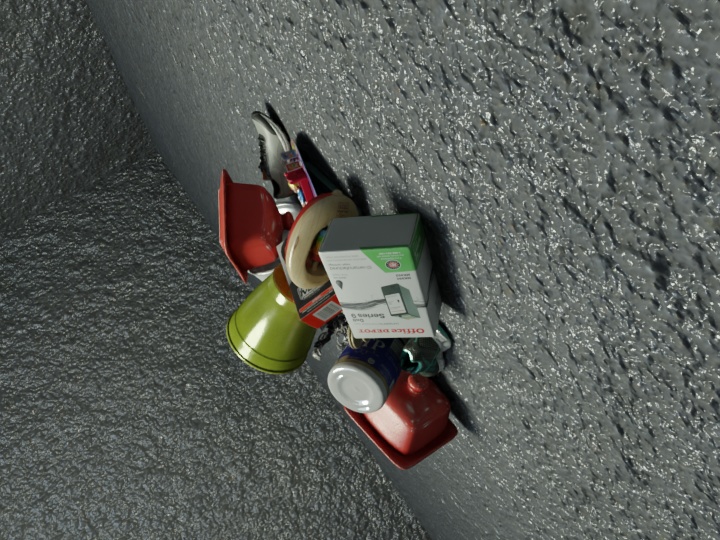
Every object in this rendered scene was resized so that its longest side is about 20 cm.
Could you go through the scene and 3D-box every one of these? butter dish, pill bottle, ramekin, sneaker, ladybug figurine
[{"bbox_3d":[0.104,0.281,1.243,0.200,0.199,0.148,41,130,30],"label":"butter dish"},{"bbox_3d":[0.029,0.170,1.153,0.120,0.200,0.120,14,127,18],"label":"pill bottle"},{"bbox_3d":[-0.187,-0.056,1.391,0.200,0.200,0.098,43,176,40],"label":"ramekin"},{"bbox_3d":[-0.184,-0.240,1.231,0.074,0.079,0.200,37,154,55],"label":"sneaker"},{"bbox_3d":[-0.075,-0.061,1.055,0.072,0.136,0.200,47,123,38],"label":"ladybug figurine"},{"bbox_3d":[-0.217,-0.098,1.260,0.200,0.148,0.200,85,178,-68],"label":"butter dish"},{"bbox_3d":[0.111,0.164,1.118,0.078,0.091,0.200,50,163,25],"label":"sneaker"}]

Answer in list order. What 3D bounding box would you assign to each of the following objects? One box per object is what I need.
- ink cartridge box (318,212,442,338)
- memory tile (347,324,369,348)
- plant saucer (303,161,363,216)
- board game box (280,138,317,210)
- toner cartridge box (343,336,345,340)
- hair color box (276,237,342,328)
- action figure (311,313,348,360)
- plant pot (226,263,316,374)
[{"bbox_3d":[0.039,0.014,0.924,0.146,0.084,0.200,-3,133,20],"label":"ink cartridge box"},{"bbox_3d":[0.000,0.031,1.053,0.153,0.017,0.200,-22,-72,-69],"label":"memory tile"},{"bbox_3d":[-0.052,-0.142,1.138,0.200,0.019,0.070,47,162,35],"label":"plant saucer"},{"bbox_3d":[-0.117,-0.157,1.154,0.158,0.039,0.200,101,148,-77],"label":"board game box"},{"bbox_3d":[0.013,0.125,1.340,0.095,0.043,0.200,42,148,26],"label":"toner cartridge box"},{"bbox_3d":[-0.094,0.005,1.177,0.061,0.101,0.200,36,-157,-48],"label":"hair color box"},{"bbox_3d":[-0.044,0.164,1.316,0.119,0.102,0.200,-28,95,47],"label":"action figure"},{"bbox_3d":[-0.168,0.091,1.294,0.200,0.200,0.193,50,127,22],"label":"plant pot"}]
